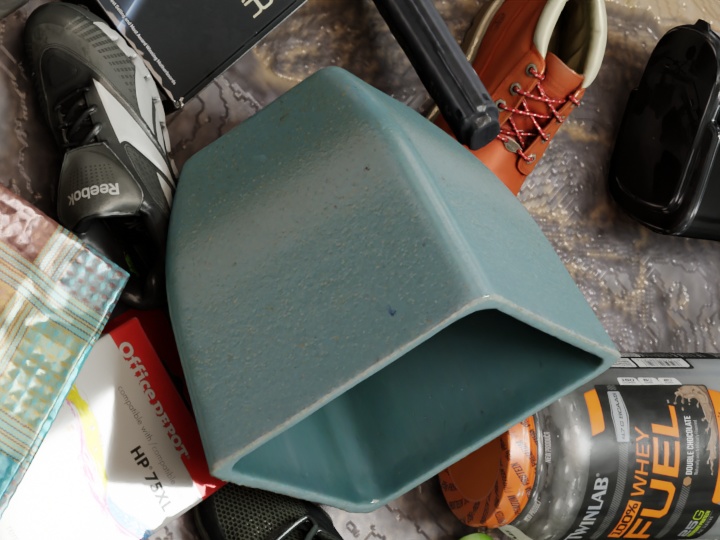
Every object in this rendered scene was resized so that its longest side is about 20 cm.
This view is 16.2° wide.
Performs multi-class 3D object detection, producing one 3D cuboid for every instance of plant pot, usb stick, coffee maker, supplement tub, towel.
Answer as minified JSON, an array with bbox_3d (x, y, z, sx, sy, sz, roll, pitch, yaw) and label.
[{"bbox_3d":[0.000,0.000,1.487,0.196,0.196,0.201,24,38,-59],"label":"plant pot"},{"bbox_3d":[0.028,-0.167,1.590,0.032,0.055,0.201,-29,76,-7],"label":"usb stick"},{"bbox_3d":[0.279,-0.054,1.691,0.199,0.135,0.193,9,80,-25],"label":"coffee maker"},{"bbox_3d":[0.156,0.113,1.614,0.199,0.122,0.123,1,83,-27],"label":"supplement tub"},{"bbox_3d":[-0.228,0.047,1.403,0.146,0.022,0.201,36,67,-22],"label":"towel"}]

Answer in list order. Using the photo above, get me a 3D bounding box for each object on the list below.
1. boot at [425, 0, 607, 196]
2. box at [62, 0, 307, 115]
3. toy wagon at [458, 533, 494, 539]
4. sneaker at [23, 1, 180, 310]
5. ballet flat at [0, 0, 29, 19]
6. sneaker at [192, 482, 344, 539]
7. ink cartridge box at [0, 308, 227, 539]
[{"bbox_3d":[0.095,-0.097,1.619,0.075,0.107,0.201,27,74,-25],"label":"boot"},{"bbox_3d":[-0.124,-0.220,1.555,0.160,0.043,0.200,-42,103,-25],"label":"box"},{"bbox_3d":[0.129,0.248,1.577,0.199,0.155,0.040,29,112,-30],"label":"toy wagon"},{"bbox_3d":[-0.149,-0.063,1.493,0.201,0.066,0.090,66,21,-7],"label":"sneaker"},{"bbox_3d":[-0.275,-0.163,1.468,0.199,0.068,0.046,-17,61,-25],"label":"ballet flat"},{"bbox_3d":[-0.017,0.179,1.496,0.076,0.114,0.200,-35,72,-25],"label":"sneaker"},{"bbox_3d":[-0.161,0.107,1.482,0.200,0.067,0.117,-34,99,-27],"label":"ink cartridge box"}]
